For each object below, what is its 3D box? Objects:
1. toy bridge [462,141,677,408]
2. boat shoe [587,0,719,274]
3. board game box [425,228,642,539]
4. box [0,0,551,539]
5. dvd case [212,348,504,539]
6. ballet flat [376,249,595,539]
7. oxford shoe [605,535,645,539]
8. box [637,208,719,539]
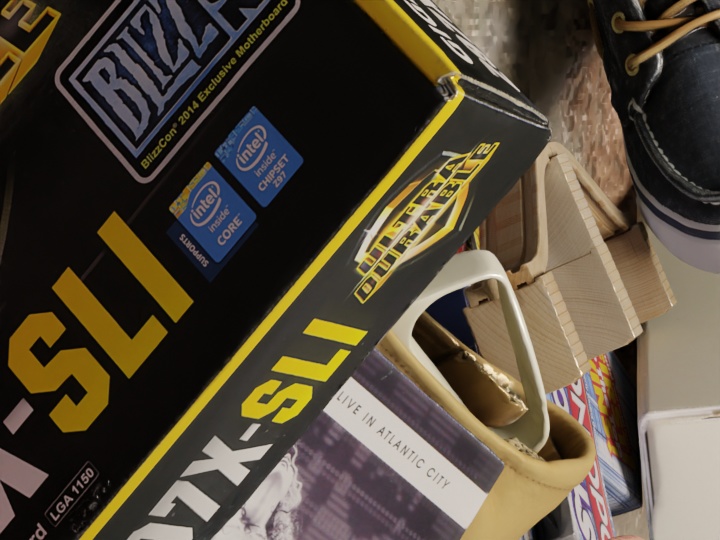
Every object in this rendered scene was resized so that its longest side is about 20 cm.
[{"bbox_3d":[0.061,-0.005,0.923,0.067,0.027,0.200,67,15,1],"label":"toy bridge"},{"bbox_3d":[0.107,-0.085,1.023,0.200,0.071,0.091,-101,166,-54],"label":"boat shoe"},{"bbox_3d":[0.044,0.064,0.952,0.200,0.062,0.200,40,35,-61],"label":"board game box"},{"bbox_3d":[-0.080,-0.009,0.620,0.200,0.160,0.049,-49,154,14],"label":"box"},{"bbox_3d":[-0.057,0.096,0.707,0.200,0.016,0.149,-57,136,-9],"label":"dvd case"},{"bbox_3d":[0.000,0.000,0.776,0.200,0.063,0.069,54,10,-40],"label":"ballet flat"},{"bbox_3d":[0.073,0.132,0.798,0.200,0.074,0.071,-51,157,-65],"label":"oxford shoe"},{"bbox_3d":[0.140,0.044,1.068,0.200,0.078,0.095,-80,164,-64],"label":"box"}]
